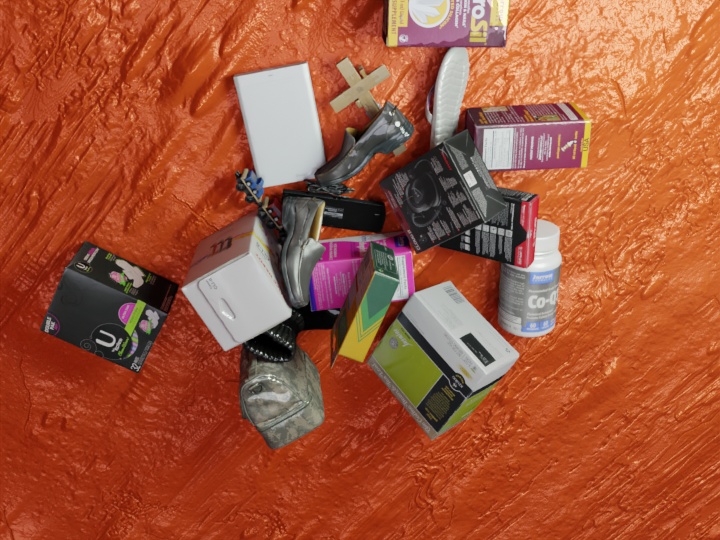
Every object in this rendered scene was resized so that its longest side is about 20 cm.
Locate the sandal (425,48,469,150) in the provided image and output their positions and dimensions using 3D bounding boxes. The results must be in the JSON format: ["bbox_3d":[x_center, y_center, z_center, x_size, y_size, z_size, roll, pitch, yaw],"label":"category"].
[{"bbox_3d":[0.139,-0.291,1.319,0.049,0.082,0.206,26,123,33],"label":"sandal"}]

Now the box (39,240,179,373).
[{"bbox_3d":[-0.469,0.069,1.429,0.198,0.125,0.150,27,111,-13],"label":"box"}]

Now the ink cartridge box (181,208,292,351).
[{"bbox_3d":[-0.213,0.014,1.370,0.143,0.201,0.146,-27,114,11],"label":"ink cartridge box"}]

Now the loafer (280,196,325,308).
[{"bbox_3d":[-0.097,-0.036,1.326,0.071,0.073,0.204,-5,75,12],"label":"loafer"}]

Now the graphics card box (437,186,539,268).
[{"bbox_3d":[0.220,-0.089,1.364,0.197,0.051,0.127,15,121,31],"label":"graphics card box"}]

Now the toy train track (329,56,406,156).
[{"bbox_3d":[0.020,-0.289,1.330,0.114,0.033,0.201,-31,120,12],"label":"toy train track"}]

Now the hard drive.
[{"bbox_3d":[-0.138,-0.255,1.342,0.129,0.026,0.203,-9,115,2],"label":"hard drive"}]

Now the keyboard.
[{"bbox_3d":[-0.048,-0.127,1.410,0.196,0.040,0.105,7,138,-7],"label":"keyboard"}]

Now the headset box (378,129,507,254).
[{"bbox_3d":[0.133,-0.129,1.319,0.199,0.077,0.150,-26,93,51],"label":"headset box"}]

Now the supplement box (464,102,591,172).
[{"bbox_3d":[0.286,-0.232,1.321,0.196,0.111,0.087,-3,117,0],"label":"supplement box"}]

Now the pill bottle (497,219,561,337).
[{"bbox_3d":[0.321,0.013,1.439,0.112,0.114,0.203,-2,116,-1],"label":"pill bottle"}]

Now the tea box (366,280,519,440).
[{"bbox_3d":[0.151,0.167,1.428,0.200,0.133,0.198,48,125,21],"label":"tea box"}]

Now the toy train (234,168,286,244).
[{"bbox_3d":[-0.162,-0.108,1.388,0.045,0.034,0.201,-22,125,22],"label":"toy train"}]

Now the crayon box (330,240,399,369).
[{"bbox_3d":[0.005,0.067,1.333,0.051,0.126,0.202,20,113,-12],"label":"crayon box"}]

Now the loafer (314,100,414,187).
[{"bbox_3d":[-0.006,-0.219,1.319,0.198,0.073,0.073,-33,116,15],"label":"loafer"}]

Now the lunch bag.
[{"bbox_3d":[-0.167,0.214,1.473,0.138,0.201,0.169,-27,118,8],"label":"lunch bag"}]

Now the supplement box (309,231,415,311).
[{"bbox_3d":[0.000,0.000,1.427,0.196,0.102,0.105,-6,116,0],"label":"supplement box"}]

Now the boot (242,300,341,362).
[{"bbox_3d":[-0.116,0.106,1.441,0.207,0.158,0.081,1,116,-2],"label":"boot"}]

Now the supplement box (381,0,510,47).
[{"bbox_3d":[0.136,-0.432,1.225,0.196,0.104,0.133,-1,114,-2],"label":"supplement box"}]
